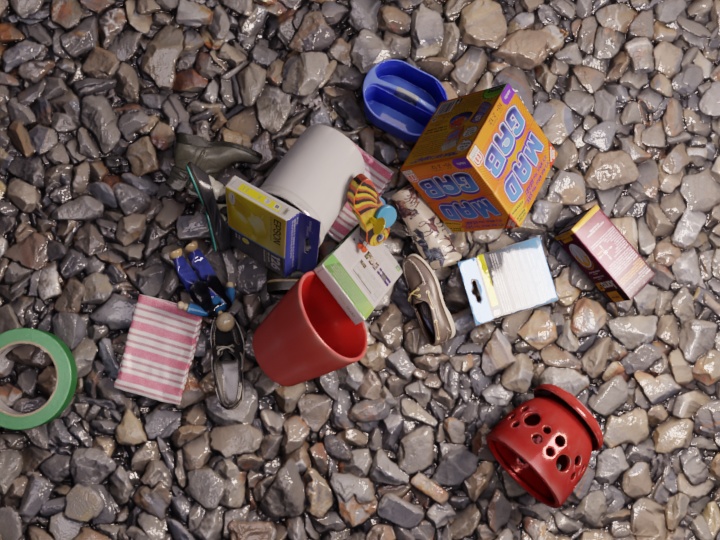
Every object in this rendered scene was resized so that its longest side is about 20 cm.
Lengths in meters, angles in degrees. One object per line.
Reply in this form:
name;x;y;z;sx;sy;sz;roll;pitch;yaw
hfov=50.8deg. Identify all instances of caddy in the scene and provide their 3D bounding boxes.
caddy;0.097;-0.374;1.670;0.197;0.105;0.144;25;83;-3

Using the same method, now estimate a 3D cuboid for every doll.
doll;-0.328;0.043;1.590;0.135;0.049;0.202;-28;79;-36

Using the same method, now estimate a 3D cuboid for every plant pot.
plant pot;0.390;0.357;1.576;0.182;0.200;0.201;-40;89;-16
plant pot;-0.112;0.133;1.537;0.176;0.200;0.203;-35;87;27

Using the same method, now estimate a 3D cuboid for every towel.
towel;-0.422;0.165;1.589;0.143;0.030;0.205;14;82;-3
towel;-0.034;-0.176;1.674;0.145;0.030;0.202;35;82;0

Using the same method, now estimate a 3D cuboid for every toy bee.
toy bee;0.027;-0.093;1.550;0.109;0.131;0.200;-44;106;-2

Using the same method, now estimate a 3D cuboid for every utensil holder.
utensil holder;-0.102;-0.171;1.553;0.168;0.170;0.202;34;63;-1

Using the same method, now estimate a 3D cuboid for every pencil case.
pencil case;0.146;-0.093;1.656;0.077;0.089;0.203;-29;90;35

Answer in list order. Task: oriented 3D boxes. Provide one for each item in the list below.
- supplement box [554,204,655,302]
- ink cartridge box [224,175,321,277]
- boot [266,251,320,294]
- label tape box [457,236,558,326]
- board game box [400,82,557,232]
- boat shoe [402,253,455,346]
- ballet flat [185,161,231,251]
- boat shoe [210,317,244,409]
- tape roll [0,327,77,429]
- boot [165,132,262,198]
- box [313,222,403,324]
supplement box;0.537;-0.034;1.675;0.085;0.110;0.201;-40;89;-8
ink cartridge box;-0.177;-0.072;1.516;0.198;0.199;0.047;31;58;13
boot;-0.107;-0.028;1.631;0.195;0.078;0.142;-4;79;-7
label tape box;0.317;0.026;1.669;0.196;0.063;0.147;-16;86;-7
board game box;0.245;-0.224;1.568;0.200;0.198;0.202;45;64;-28
boat shoe;0.138;0.064;1.638;0.059;0.071;0.204;-24;90;-39
ballet flat;-0.307;-0.140;1.604;0.072;0.073;0.204;-19;110;-8
boat shoe;-0.281;0.189;1.592;0.072;0.060;0.205;-2;83;-4
tape roll;-0.687;0.221;1.554;0.195;0.048;0.206;1;84;-5
boot;-0.316;-0.216;1.643;0.195;0.068;0.134;10;95;-5
box;0.000;0.000;1.586;0.145;0.036;0.200;53;40;-9
